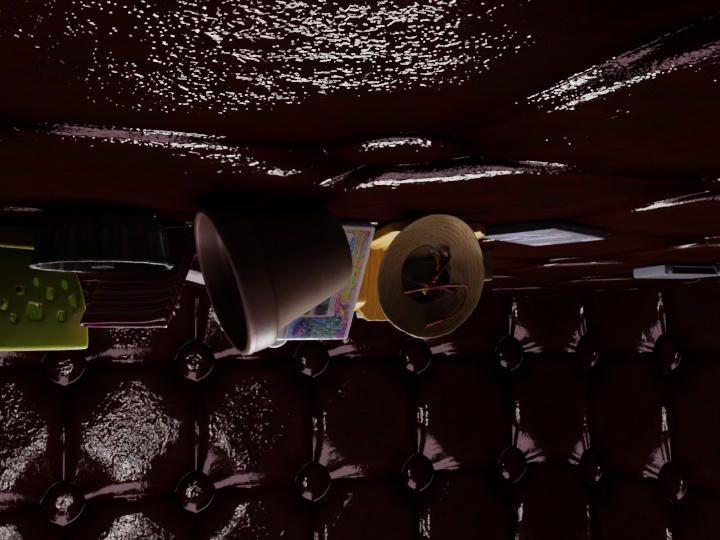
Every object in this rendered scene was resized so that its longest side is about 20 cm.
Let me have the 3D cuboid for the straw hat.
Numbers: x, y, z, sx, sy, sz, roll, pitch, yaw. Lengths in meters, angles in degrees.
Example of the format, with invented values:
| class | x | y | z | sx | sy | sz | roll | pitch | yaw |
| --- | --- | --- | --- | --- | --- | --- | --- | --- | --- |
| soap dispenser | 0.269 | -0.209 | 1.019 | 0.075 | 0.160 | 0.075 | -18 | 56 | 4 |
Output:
| class | x | y | z | sx | sy | sz | roll | pitch | yaw |
| --- | --- | --- | --- | --- | --- | --- | --- | --- | --- |
| straw hat | 0.091 | 0.000 | 1.399 | 0.199 | 0.204 | 0.085 | 1 | -163 | -28 |

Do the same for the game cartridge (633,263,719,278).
| class | x | y | z | sx | sy | sz | roll | pitch | yaw |
| --- | --- | --- | --- | --- | --- | --- | --- | --- | --- |
| game cartridge | 0.842 | 0.002 | 2.411 | 0.197 | 0.039 | 0.129 | 1 | 179 | -23 |

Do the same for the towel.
| class | x | y | z | sx | sy | sz | roll | pitch | yaw |
| --- | --- | --- | --- | --- | --- | --- | --- | --- | --- |
| towel | -0.334 | 0.007 | 1.391 | 0.142 | 0.202 | 0.023 | -1 | 135 | 12 |

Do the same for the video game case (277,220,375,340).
| class | x | y | z | sx | sy | sz | roll | pitch | yaw |
| --- | --- | --- | --- | --- | --- | --- | --- | --- | --- |
| video game case | -0.080 | 0.016 | 1.408 | 0.180 | 0.202 | 0.024 | 1 | -155 | -30 |

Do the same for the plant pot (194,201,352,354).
| class | x | y | z | sx | sy | sz | roll | pitch | yaw |
| --- | --- | --- | --- | --- | --- | --- | --- | --- | --- |
| plant pot | -0.111 | -0.010 | 1.219 | 0.173 | 0.203 | 0.200 | -19 | -177 | -22 |

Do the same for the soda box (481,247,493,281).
| class | x | y | z | sx | sy | sz | roll | pitch | yaw |
| --- | --- | --- | --- | --- | --- | --- | --- | --- | --- |
| soda box | 0.214 | -0.006 | 1.926 | 0.063 | 0.069 | 0.200 | 0 | 175 | -15 |

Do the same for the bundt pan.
| class | x | y | z | sx | sy | sz | roll | pitch | yaw |
| --- | --- | --- | --- | --- | --- | --- | --- | --- | --- |
| bundt pan | -0.366 | -0.041 | 1.288 | 0.199 | 0.077 | 0.202 | -1 | 176 | 0 |

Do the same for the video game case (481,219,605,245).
| class | x | y | z | sx | sy | sz | roll | pitch | yaw |
| --- | --- | --- | --- | --- | --- | --- | --- | --- | --- |
| video game case | 0.310 | -0.062 | 1.546 | 0.142 | 0.019 | 0.199 | -5 | 173 | 39 |

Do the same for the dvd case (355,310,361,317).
| class | x | y | z | sx | sy | sz | roll | pitch | yaw |
| --- | --- | --- | --- | --- | --- | --- | --- | --- | --- |
| dvd case | 0.104 | 0.051 | 1.720 | 0.197 | 0.018 | 0.143 | 0 | -154 | 21 |

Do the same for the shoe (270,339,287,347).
| class | x | y | z | sx | sy | sz | roll | pitch | yaw |
| --- | --- | --- | --- | --- | --- | --- | --- | --- | --- |
| shoe | -0.169 | 0.033 | 1.494 | 0.071 | 0.202 | 0.091 | -21 | 173 | -13 |

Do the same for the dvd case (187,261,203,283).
| class | x | y | z | sx | sy | sz | roll | pitch | yaw |
| --- | --- | --- | --- | --- | --- | --- | --- | --- | --- |
| dvd case | -0.318 | -0.005 | 1.586 | 0.197 | 0.018 | 0.143 | 14 | 170 | 17 |

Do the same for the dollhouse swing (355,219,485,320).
| class | x | y | z | sx | sy | sz | roll | pitch | yaw |
| --- | --- | --- | --- | --- | --- | --- | --- | --- | --- |
| dollhouse swing | 0.098 | 0.004 | 1.510 | 0.197 | 0.185 | 0.175 | 1 | -174 | -23 |

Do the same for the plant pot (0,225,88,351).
| class | x | y | z | sx | sy | sz | roll | pitch | yaw |
| --- | --- | --- | --- | --- | --- | --- | --- | --- | --- |
| plant pot | -0.540 | 0.026 | 1.377 | 0.198 | 0.184 | 0.197 | 2 | 178 | 44 |
